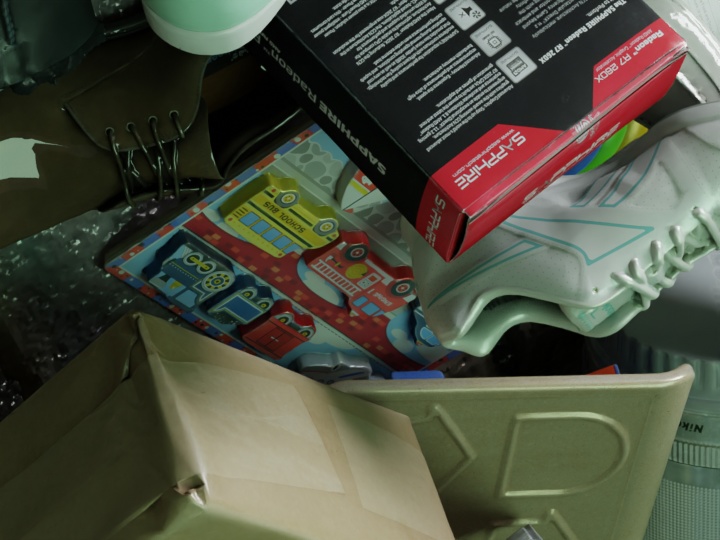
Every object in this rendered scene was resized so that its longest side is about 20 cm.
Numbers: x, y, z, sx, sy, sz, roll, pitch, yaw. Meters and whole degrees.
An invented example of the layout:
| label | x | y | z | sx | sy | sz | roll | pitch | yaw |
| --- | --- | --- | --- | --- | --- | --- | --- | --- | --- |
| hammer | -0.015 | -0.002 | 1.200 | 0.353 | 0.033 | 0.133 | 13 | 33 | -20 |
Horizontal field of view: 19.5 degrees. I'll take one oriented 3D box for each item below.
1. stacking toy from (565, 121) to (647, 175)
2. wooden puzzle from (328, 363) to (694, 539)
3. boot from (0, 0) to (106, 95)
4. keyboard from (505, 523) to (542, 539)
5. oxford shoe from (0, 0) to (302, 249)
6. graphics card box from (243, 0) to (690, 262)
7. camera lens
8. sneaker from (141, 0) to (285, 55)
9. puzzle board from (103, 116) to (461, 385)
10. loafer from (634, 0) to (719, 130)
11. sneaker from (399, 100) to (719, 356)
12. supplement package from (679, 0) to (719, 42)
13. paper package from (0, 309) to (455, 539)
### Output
| label | x | y | z | sx | sy | sz | roll | pitch | yaw |
| --- | --- | --- | --- | --- | --- | --- | --- | --- | --- |
| stacking toy | 0.111 | -0.079 | 1.044 | 0.200 | 0.085 | 0.086 | -2 | 115 | -46 |
| wooden puzzle | 0.058 | 0.110 | 1.075 | 0.199 | 0.046 | 0.186 | -4 | 136 | -12 |
| boot | -0.121 | -0.153 | 0.788 | 0.198 | 0.073 | 0.163 | -24 | 129 | -28 |
| keyboard | 0.064 | 0.144 | 0.969 | 0.056 | 0.011 | 0.200 | -43 | 179 | -1 |
| oxford shoe | -0.101 | -0.057 | 0.856 | 0.200 | 0.084 | 0.073 | -33 | 134 | -22 |
| graphics card box | 0.018 | -0.114 | 0.849 | 0.125 | 0.200 | 0.051 | -38 | 165 | -20 |
| camera lens | 0.204 | 0.087 | 1.165 | 0.160 | 0.160 | 0.201 | -28 | 130 | -28 |
| sneaker | -0.016 | -0.185 | 0.787 | 0.201 | 0.074 | 0.118 | -59 | 169 | -26 |
| puzzle board | 0.000 | 0.000 | 0.977 | 0.150 | 0.017 | 0.200 | -32 | 142 | 19 |
| loafer | 0.080 | -0.111 | 0.925 | 0.070 | 0.200 | 0.070 | -54 | 177 | -29 |
| sneaker | 0.117 | -0.013 | 0.907 | 0.200 | 0.080 | 0.070 | -17 | 144 | 16 |
| supplement package | 0.170 | -0.209 | 0.986 | 0.200 | 0.120 | 0.121 | -45 | 137 | -13 |
| paper package | -0.082 | 0.129 | 0.923 | 0.190 | 0.104 | 0.200 | -39 | 143 | 23 |
